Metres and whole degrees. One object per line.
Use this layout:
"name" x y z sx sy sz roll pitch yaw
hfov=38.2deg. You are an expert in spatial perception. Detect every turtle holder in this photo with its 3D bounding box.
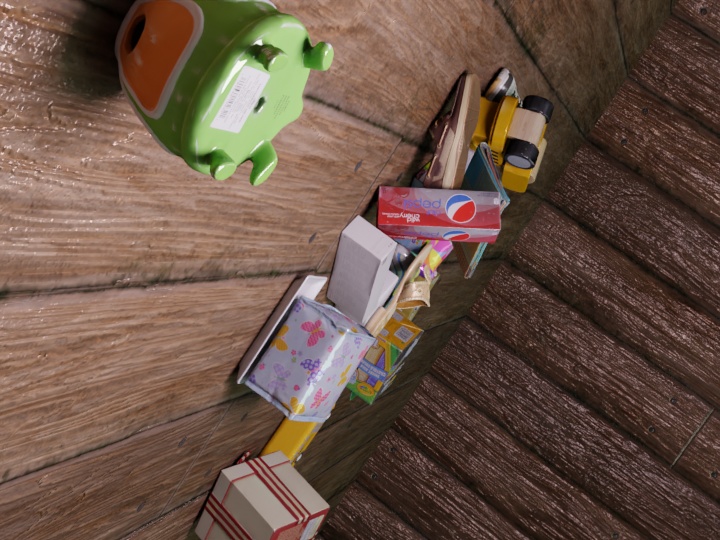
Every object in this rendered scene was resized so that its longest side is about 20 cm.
"turtle holder" -0.104 -0.159 0.807 0.185 0.131 0.142 -42 161 -47

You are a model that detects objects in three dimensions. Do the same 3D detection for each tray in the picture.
"tray" -0.127 0.087 1.618 0.201 0.022 0.107 -56 168 6

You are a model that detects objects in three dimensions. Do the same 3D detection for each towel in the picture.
"towel" 0.200 -0.104 1.817 0.021 0.148 0.201 0 139 -18

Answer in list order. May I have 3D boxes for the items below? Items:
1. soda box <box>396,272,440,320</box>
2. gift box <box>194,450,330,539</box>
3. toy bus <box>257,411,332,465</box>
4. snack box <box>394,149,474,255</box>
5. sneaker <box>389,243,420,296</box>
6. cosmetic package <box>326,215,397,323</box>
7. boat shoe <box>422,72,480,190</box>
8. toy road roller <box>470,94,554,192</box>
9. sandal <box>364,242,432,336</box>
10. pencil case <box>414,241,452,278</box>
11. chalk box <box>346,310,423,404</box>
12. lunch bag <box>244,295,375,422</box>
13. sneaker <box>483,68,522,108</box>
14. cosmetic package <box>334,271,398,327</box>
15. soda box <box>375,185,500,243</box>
"soda box" 0.091 0.074 2.285 0.201 0.068 0.064 -59 166 20
"gift box" -0.188 0.468 1.997 0.199 0.186 0.186 -4 129 -54
"toy bus" -0.136 0.337 2.144 0.201 0.065 0.078 -55 166 4
"snack box" 0.154 -0.150 1.934 0.200 0.067 0.169 -47 165 -38
"sneaker" 0.055 0.026 2.011 0.105 0.075 0.200 -49 167 -19
"cosmetic package" 0.000 0.000 1.726 0.051 0.082 0.201 -49 167 -31
"boat shoe" 0.144 -0.226 1.703 0.072 0.071 0.202 -9 112 -66
"toy road roller" 0.258 -0.240 1.867 0.200 0.145 0.124 69 40 -73
"sandal" 0.092 0.054 1.903 0.212 0.069 0.078 -53 168 -10
"pencil case" 0.164 -0.070 2.148 0.201 0.088 0.088 -54 168 -8
"chalk box" 0.020 0.185 2.193 0.125 0.124 0.201 -35 158 -58
"lunch bag" -0.071 0.144 1.644 0.170 0.127 0.200 -57 158 3
"sneaker" 0.283 -0.310 1.951 0.076 0.087 0.200 -52 166 -3
"cosmetic package" 0.001 0.077 1.948 0.102 0.071 0.201 -47 165 -31
"soda box" 0.124 -0.089 1.682 0.063 0.198 0.071 95 -2 -71
